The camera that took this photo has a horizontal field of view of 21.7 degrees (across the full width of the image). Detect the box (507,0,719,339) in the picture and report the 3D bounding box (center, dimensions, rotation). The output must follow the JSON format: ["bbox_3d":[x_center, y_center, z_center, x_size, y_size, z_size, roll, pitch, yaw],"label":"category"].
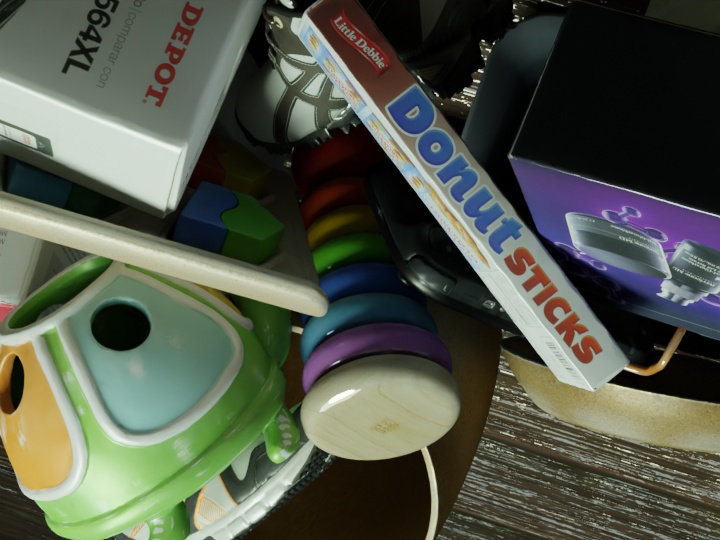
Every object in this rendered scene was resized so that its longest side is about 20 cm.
[{"bbox_3d":[0.174,-0.021,0.752,0.199,0.079,0.141,18,165,22],"label":"box"}]

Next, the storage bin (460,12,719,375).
[{"bbox_3d":[0.148,-0.018,0.918,0.199,0.146,0.134,17,171,10],"label":"storage bin"}]

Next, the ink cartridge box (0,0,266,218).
[{"bbox_3d":[-0.151,-0.135,0.877,0.199,0.146,0.084,21,156,-3],"label":"ink cartridge box"}]

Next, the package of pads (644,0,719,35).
[{"bbox_3d":[0.223,-0.087,0.736,0.154,0.068,0.200,29,160,-17],"label":"package of pads"}]

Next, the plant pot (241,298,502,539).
[{"bbox_3d":[0.006,0.073,1.174,0.186,0.200,0.187,13,121,24],"label":"plant pot"}]

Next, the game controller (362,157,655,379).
[{"bbox_3d":[0.085,-0.001,1.047,0.200,0.042,0.104,22,-156,-38],"label":"game controller"}]

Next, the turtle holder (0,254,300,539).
[{"bbox_3d":[-0.106,0.052,0.987,0.132,0.185,0.141,58,175,-17],"label":"turtle holder"}]

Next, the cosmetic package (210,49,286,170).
[{"bbox_3d":[-0.153,-0.114,1.083,0.199,0.052,0.151,13,157,21],"label":"cosmetic package"}]

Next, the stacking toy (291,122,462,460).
[{"bbox_3d":[0.000,0.000,1.031,0.085,0.200,0.085,-6,145,-4],"label":"stacking toy"}]

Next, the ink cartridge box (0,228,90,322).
[{"bbox_3d":[-0.198,0.020,1.117,0.084,0.176,0.200,8,154,12],"label":"ink cartridge box"}]

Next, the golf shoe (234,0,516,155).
[{"bbox_3d":[-0.015,-0.119,0.910,0.094,0.078,0.200,42,148,-21],"label":"golf shoe"}]

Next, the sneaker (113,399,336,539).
[{"bbox_3d":[-0.086,0.120,1.082,0.200,0.074,0.080,-40,83,35],"label":"sneaker"}]

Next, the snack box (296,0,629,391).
[{"bbox_3d":[0.042,-0.034,0.813,0.200,0.024,0.072,53,177,-4],"label":"snack box"}]

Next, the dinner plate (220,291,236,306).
[{"bbox_3d":[-0.075,0.054,1.220,0.024,0.201,0.200,14,160,27],"label":"dinner plate"}]

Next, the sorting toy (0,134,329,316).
[{"bbox_3d":[-0.111,-0.047,0.960,0.185,0.037,0.200,16,-162,-16],"label":"sorting toy"}]

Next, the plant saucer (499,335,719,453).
[{"bbox_3d":[0.180,0.077,1.138,0.199,0.036,0.200,9,-174,-1],"label":"plant saucer"}]
